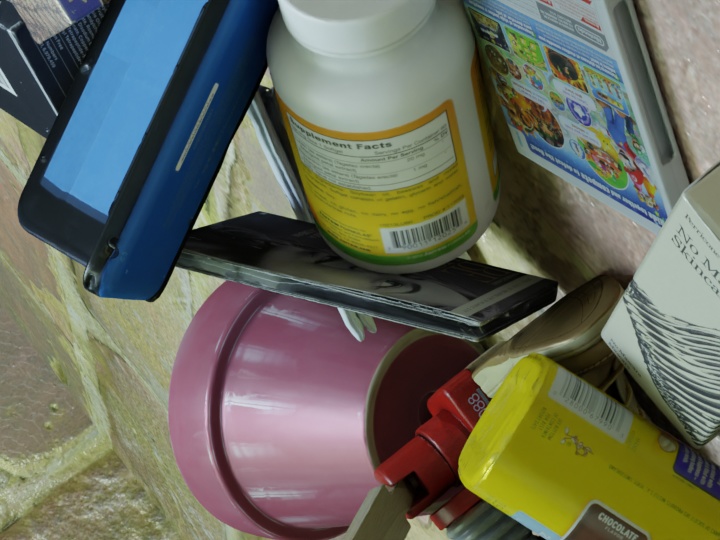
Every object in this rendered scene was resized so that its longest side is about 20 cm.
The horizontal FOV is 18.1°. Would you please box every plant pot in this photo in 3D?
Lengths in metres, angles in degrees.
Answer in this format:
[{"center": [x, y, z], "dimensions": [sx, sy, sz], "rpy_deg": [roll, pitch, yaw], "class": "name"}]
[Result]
[{"center": [-0.006, 0.095, 1.566], "dimensions": [0.178, 0.200, 0.201], "rpy_deg": [4, 130, 51], "class": "plant pot"}]

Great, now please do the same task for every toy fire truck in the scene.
[{"center": [0.077, 0.162, 1.403], "dimensions": [0.176, 0.200, 0.129], "rpy_deg": [53, 165, 5], "class": "toy fire truck"}]

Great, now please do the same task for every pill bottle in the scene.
[{"center": [0.011, -0.098, 1.212], "dimensions": [0.111, 0.111, 0.200], "rpy_deg": [44, 162, 33], "class": "pill bottle"}]

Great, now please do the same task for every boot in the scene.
[{"center": [0.147, 0.090, 1.288], "dimensions": [0.156, 0.073, 0.200], "rpy_deg": [52, 162, 2], "class": "boot"}]

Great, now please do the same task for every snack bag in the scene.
[{"center": [-0.049, -0.076, 1.473], "dimensions": [0.189, 0.021, 0.201], "rpy_deg": [-112, -3, -59], "class": "snack bag"}]

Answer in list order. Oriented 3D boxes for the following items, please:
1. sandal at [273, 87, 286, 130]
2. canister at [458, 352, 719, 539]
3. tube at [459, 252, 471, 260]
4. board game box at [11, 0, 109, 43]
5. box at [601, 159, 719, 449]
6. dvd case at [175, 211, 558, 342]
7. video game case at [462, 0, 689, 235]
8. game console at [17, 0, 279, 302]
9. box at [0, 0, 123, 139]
[{"center": [-0.023, -0.098, 1.415], "dimensions": [0.079, 0.059, 0.207], "rpy_deg": [55, 165, -5], "class": "sandal"}, {"center": [0.154, 0.128, 1.162], "dimensions": [0.199, 0.087, 0.149], "rpy_deg": [33, 180, -1], "class": "canister"}, {"center": [0.016, -0.015, 1.505], "dimensions": [0.052, 0.058, 0.200], "rpy_deg": [15, -172, -22], "class": "tube"}, {"center": [-0.118, -0.238, 1.134], "dimensions": [0.160, 0.200, 0.097], "rpy_deg": [56, 165, -10], "class": "board game box"}, {"center": [0.174, 0.010, 1.038], "dimensions": [0.082, 0.068, 0.200], "rpy_deg": [50, 165, 14], "class": "box"}, {"center": [0.000, 0.000, 1.300], "dimensions": [0.199, 0.016, 0.149], "rpy_deg": [14, -167, 19], "class": "dvd case"}, {"center": [0.095, -0.114, 1.107], "dimensions": [0.143, 0.018, 0.201], "rpy_deg": [36, 156, 49], "class": "video game case"}, {"center": [-0.125, -0.096, 1.225], "dimensions": [0.118, 0.201, 0.171], "rpy_deg": [25, -178, 9], "class": "game console"}, {"center": [-0.160, -0.179, 1.419], "dimensions": [0.200, 0.182, 0.104], "rpy_deg": [32, 155, 56], "class": "box"}]
